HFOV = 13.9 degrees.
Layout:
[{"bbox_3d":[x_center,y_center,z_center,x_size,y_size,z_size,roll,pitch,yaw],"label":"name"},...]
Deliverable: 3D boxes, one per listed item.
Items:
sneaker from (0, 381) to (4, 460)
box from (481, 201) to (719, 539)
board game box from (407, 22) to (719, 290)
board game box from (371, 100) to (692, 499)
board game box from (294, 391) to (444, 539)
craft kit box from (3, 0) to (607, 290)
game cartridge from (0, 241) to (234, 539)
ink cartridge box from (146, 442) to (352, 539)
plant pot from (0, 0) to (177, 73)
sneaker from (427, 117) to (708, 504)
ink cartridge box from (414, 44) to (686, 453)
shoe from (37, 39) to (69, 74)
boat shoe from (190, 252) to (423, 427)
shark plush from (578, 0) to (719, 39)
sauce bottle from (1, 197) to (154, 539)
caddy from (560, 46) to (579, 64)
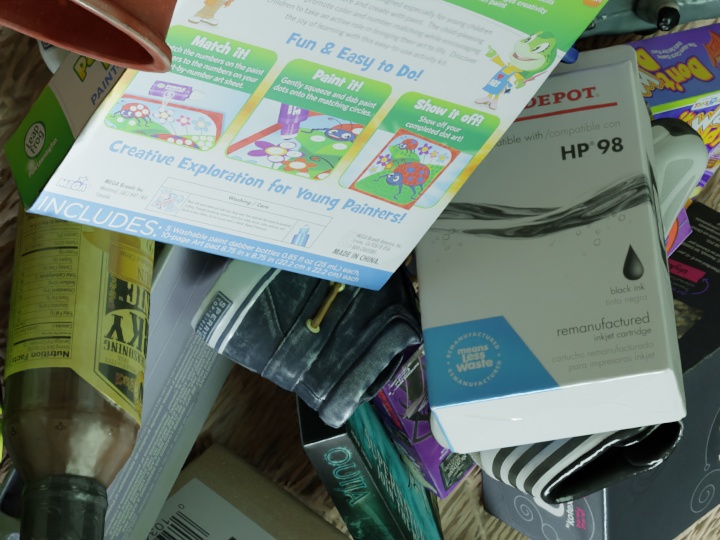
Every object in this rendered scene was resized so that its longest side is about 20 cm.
[{"bbox_3d":[-0.206,0.030,1.295,0.083,0.074,0.201,-13,142,-1],"label":"sneaker"},{"bbox_3d":[0.172,0.069,1.713,0.200,0.106,0.123,-33,135,-31],"label":"box"},{"bbox_3d":[0.122,-0.060,1.579,0.199,0.045,0.135,-16,150,-43],"label":"board game box"},{"bbox_3d":[0.085,0.012,1.497,0.200,0.032,0.120,-47,150,-13],"label":"board game box"},{"bbox_3d":[0.005,0.089,1.520,0.028,0.136,0.200,-16,140,9],"label":"board game box"},{"bbox_3d":[-0.020,-0.088,1.264,0.199,0.049,0.198,13,130,-38],"label":"craft kit box"},{"bbox_3d":[-0.114,0.068,1.404,0.201,0.038,0.130,-63,162,-12],"label":"game cartridge"},{"bbox_3d":[-0.082,0.203,1.455,0.200,0.164,0.075,-40,144,-26],"label":"ink cartridge box"},{"bbox_3d":[-0.126,-0.206,1.134,0.200,0.200,0.196,30,82,-53],"label":"plant pot"},{"bbox_3d":[0.133,0.029,1.442,0.201,0.115,0.076,-54,147,-3],"label":"sneaker"},{"bbox_3d":[0.084,-0.024,1.398,0.067,0.115,0.201,59,23,-64],"label":"ink cartridge box"},{"bbox_3d":[-0.050,-0.097,1.345,0.200,0.091,0.072,21,60,-50],"label":"shoe"},{"bbox_3d":[0.000,0.000,1.427,0.200,0.091,0.071,-49,176,-48],"label":"boat shoe"},{"bbox_3d":[0.143,-0.152,1.554,0.199,0.083,0.091,-9,120,-46],"label":"shark plush"},{"bbox_3d":[-0.127,0.045,1.311,0.065,0.064,0.201,28,59,-53],"label":"sauce bottle"},{"bbox_3d":[0.028,-0.151,1.375,0.200,0.141,0.106,18,96,-52],"label":"caddy"}]
